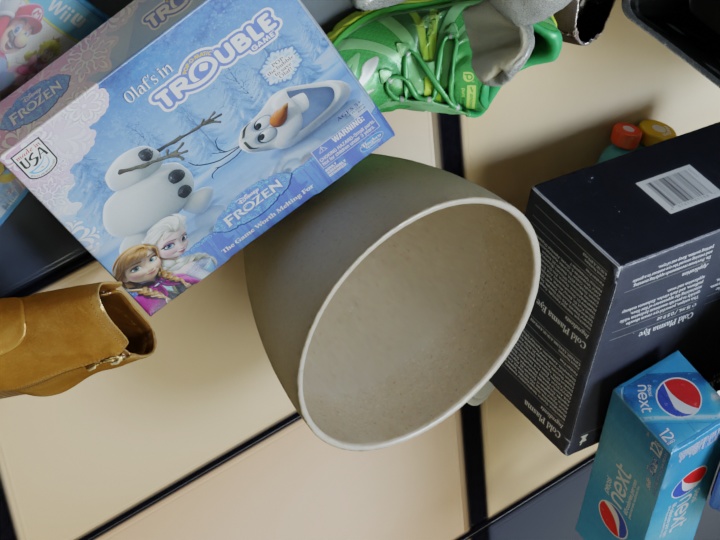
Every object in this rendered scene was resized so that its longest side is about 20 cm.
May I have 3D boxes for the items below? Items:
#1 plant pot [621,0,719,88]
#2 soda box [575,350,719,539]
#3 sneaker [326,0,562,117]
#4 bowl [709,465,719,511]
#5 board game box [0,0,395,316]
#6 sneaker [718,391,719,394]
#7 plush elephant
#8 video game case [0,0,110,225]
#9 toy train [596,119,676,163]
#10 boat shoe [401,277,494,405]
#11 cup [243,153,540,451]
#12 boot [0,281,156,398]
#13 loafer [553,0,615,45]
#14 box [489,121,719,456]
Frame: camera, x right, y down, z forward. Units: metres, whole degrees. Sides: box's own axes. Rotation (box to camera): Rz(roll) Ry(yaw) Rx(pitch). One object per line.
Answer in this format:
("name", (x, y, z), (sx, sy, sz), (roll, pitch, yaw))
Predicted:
("plant pot", (0.317, -0.201, 1.786), (0.200, 0.200, 0.177), (-52, 178, 6))
("soda box", (0.215, 0.149, 1.864), (0.064, 0.068, 0.200), (-28, 151, -23))
("sneaker", (0.047, -0.139, 1.682), (0.199, 0.084, 0.074), (-26, 137, -20))
("bowl", (0.303, 0.090, 1.857), (0.201, 0.039, 0.201), (20, 90, -81))
("board game box", (-0.103, -0.088, 1.565), (0.200, 0.043, 0.199), (-37, 140, 2))
("sneaker", (0.279, 0.104, 2.143), (0.200, 0.074, 0.088), (-5, 114, -49))
("plush elephant", (0.074, -0.211, 1.588), (0.200, 0.155, 0.165), (10, 115, -47))
("video game case", (-0.234, -0.090, 1.514), (0.200, 0.018, 0.143), (-50, 142, 3))
("toy train", (0.220, -0.028, 1.968), (0.150, 0.056, 0.200), (-46, 143, -2))
("boat shoe", (0.065, 0.044, 1.880), (0.074, 0.060, 0.200), (-61, 157, -7))
("cup", (0.000, 0.000, 1.713), (0.200, 0.143, 0.201), (-26, 137, -26))
("boot", (-0.223, 0.032, 1.540), (0.143, 0.071, 0.201), (-18, 160, 22))
("loafer", (0.179, -0.239, 1.732), (0.073, 0.071, 0.201), (1, 122, -44))
("box", (0.210, 0.011, 1.864), (0.199, 0.104, 0.183), (-19, 137, -33))
